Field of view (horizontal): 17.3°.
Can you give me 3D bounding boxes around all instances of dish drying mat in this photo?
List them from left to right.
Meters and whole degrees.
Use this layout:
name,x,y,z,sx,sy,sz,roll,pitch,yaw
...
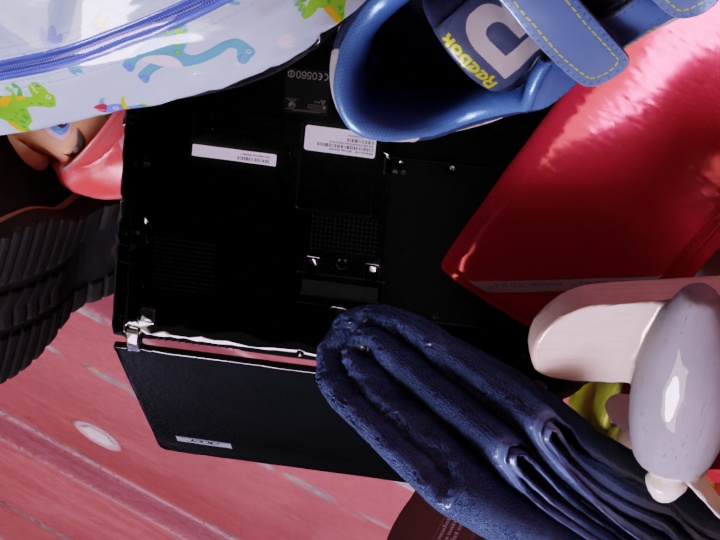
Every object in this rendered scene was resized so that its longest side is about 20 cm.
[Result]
name,x,y,z,sx,sy,sz,roll,pitch,yaw
dish drying mat,0.102,-0.042,0.789,0.077,0.018,0.200,32,135,-4

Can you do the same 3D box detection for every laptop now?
name,x,y,z,sx,sy,sz,roll,pitch,yaw
laptop,0.000,0.000,0.928,0.176,0.201,0.103,6,-167,8

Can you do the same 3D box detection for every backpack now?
name,x,y,z,sx,sy,sz,roll,pitch,yaw
backpack,-0.075,-0.116,0.718,0.199,0.163,0.154,9,136,27

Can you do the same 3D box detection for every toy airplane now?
name,x,y,z,sx,sy,sz,roll,pitch,yaw
toy airplane,0.184,0.030,0.763,0.199,0.142,0.199,-20,147,33

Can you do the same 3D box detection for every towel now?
name,x,y,z,sx,sy,sz,roll,pitch,yaw
towel,0.075,0.077,0.840,0.200,0.049,0.112,33,-175,-43

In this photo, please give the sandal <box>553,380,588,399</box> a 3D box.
name,x,y,z,sx,sy,sz,roll,pitch,yaw
sandal,0.033,-0.020,0.963,0.082,0.055,0.200,-38,125,20

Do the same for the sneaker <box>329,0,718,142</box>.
name,x,y,z,sx,sy,sz,roll,pitch,yaw
sneaker,0.067,-0.092,0.701,0.200,0.082,0.074,-29,108,43

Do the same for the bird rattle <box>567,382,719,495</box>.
name,x,y,z,sx,sy,sz,roll,pitch,yaw
bird rattle,0.163,0.081,1.011,0.163,0.113,0.200,27,147,-24

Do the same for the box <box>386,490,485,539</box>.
name,x,y,z,sx,sy,sz,roll,pitch,yaw
box,0.103,0.188,1.252,0.200,0.100,0.075,41,155,-26

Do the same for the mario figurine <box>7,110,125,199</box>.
name,x,y,z,sx,sy,sz,roll,pitch,yaw
mario figurine,-0.152,-0.102,0.937,0.200,0.106,0.124,37,139,3

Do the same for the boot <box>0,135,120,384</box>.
name,x,y,z,sx,sy,sz,roll,pitch,yaw
boot,-0.180,-0.024,0.999,0.138,0.200,0.078,26,114,16
